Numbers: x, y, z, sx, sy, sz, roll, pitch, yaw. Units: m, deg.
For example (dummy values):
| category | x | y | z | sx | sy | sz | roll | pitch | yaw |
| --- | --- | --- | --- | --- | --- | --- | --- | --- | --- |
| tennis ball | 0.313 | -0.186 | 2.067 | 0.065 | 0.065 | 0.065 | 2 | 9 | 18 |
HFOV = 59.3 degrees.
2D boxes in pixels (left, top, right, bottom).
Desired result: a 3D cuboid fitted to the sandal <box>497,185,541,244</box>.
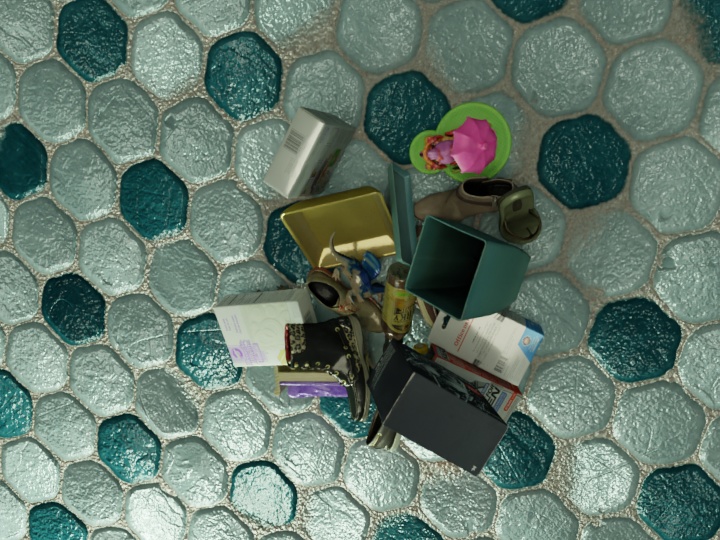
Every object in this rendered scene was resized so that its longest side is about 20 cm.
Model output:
| category | x | y | z | sx | sy | sz | roll | pitch | yaw |
| --- | --- | --- | --- | --- | --- | --- | --- | --- | --- |
| sandal | 0.288 | -0.084 | 1.133 | 0.079 | 0.201 | 0.058 | -30 | 65 | 11 |

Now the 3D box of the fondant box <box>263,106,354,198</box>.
| category | x | y | z | sx | sy | sz | roll | pitch | yaw |
| --- | --- | --- | --- | --- | --- | --- | --- | --- | --- |
| fondant box | -0.090 | -0.216 | 1.167 | 0.058 | 0.200 | 0.146 | 32 | 105 | 8 |

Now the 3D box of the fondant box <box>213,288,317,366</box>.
| category | x | y | z | sx | sy | sz | roll | pitch | yaw |
| --- | --- | --- | --- | --- | --- | --- | --- | --- | --- |
| fondant box | -0.185 | 0.119 | 1.291 | 0.196 | 0.058 | 0.147 | -5 | 115 | 23 |

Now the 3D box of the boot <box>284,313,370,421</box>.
| category | x | y | z | sx | sy | sz | roll | pitch | yaw |
| --- | --- | --- | --- | --- | --- | --- | --- | --- | --- |
| boot | -0.064 | 0.189 | 1.201 | 0.151 | 0.073 | 0.208 | -2 | 75 | -22 |

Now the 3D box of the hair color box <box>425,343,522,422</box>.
| category | x | y | z | sx | sy | sz | roll | pitch | yaw |
| --- | --- | --- | --- | --- | --- | --- | --- | --- | --- |
| hair color box | 0.205 | 0.241 | 1.249 | 0.197 | 0.064 | 0.112 | 25 | 105 | -11 |

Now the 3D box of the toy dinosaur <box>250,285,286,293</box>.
| category | x | y | z | sx | sy | sz | roll | pitch | yaw |
| --- | --- | --- | --- | --- | --- | --- | --- | --- | --- |
| toy dinosaur | -0.172 | 0.091 | 1.339 | 0.196 | 0.058 | 0.103 | 15 | 119 | 12 |

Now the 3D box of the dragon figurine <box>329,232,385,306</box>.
| category | x | y | z | sx | sy | sz | roll | pitch | yaw |
| --- | --- | --- | --- | --- | --- | --- | --- | --- | --- |
| dragon figurine | 0.000 | 0.000 | 1.242 | 0.058 | 0.099 | 0.202 | -14 | 112 | 47 |

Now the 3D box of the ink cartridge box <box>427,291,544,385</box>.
| category | x | y | z | sx | sy | sz | roll | pitch | yaw |
| --- | --- | --- | --- | --- | --- | --- | --- | --- | --- |
| ink cartridge box | 0.243 | 0.124 | 1.242 | 0.197 | 0.068 | 0.118 | 26 | 105 | 5 |

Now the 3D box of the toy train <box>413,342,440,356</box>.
| category | x | y | z | sx | sy | sz | roll | pitch | yaw |
| --- | --- | --- | --- | --- | --- | --- | --- | --- | --- |
| toy train | 0.115 | 0.233 | 1.302 | 0.150 | 0.056 | 0.200 | 42 | 100 | -16 |

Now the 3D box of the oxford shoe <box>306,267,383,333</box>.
| category | x | y | z | sx | sy | sz | roll | pitch | yaw |
| --- | --- | --- | --- | --- | --- | --- | --- | --- | --- |
| oxford shoe | -0.030 | 0.073 | 1.281 | 0.198 | 0.075 | 0.071 | 31 | 108 | -3 |

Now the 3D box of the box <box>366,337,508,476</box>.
| category | x | y | z | sx | sy | sz | roll | pitch | yaw |
| --- | --- | --- | --- | --- | --- | --- | --- | --- | --- |
| box | 0.128 | 0.233 | 1.108 | 0.198 | 0.182 | 0.105 | 31 | 97 | -14 |

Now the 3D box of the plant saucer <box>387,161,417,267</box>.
| category | x | y | z | sx | sy | sz | roll | pitch | yaw |
| --- | --- | --- | --- | --- | --- | --- | --- | --- | --- |
| plant saucer | 0.079 | -0.101 | 1.188 | 0.019 | 0.070 | 0.204 | -18 | 65 | 30 |

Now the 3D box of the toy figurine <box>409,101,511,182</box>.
| category | x | y | z | sx | sy | sz | roll | pitch | yaw |
| --- | --- | --- | --- | --- | --- | --- | --- | --- | --- |
| toy figurine | 0.173 | -0.222 | 1.129 | 0.196 | 0.184 | 0.153 | -8 | 99 | 13 |

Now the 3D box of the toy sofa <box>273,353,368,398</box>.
| category | x | y | z | sx | sy | sz | roll | pitch | yaw |
| --- | --- | --- | --- | --- | --- | --- | --- | --- | --- |
| toy sofa | -0.077 | 0.233 | 1.323 | 0.196 | 0.083 | 0.100 | -2 | 100 | 12 |

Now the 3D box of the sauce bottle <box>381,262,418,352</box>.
| category | x | y | z | sx | sy | sz | roll | pitch | yaw |
| --- | --- | --- | --- | --- | --- | --- | --- | --- | --- |
| sauce bottle | 0.073 | 0.083 | 1.229 | 0.063 | 0.065 | 0.203 | 10 | 125 | 9 |

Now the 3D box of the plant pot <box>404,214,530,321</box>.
| category | x | y | z | sx | sy | sz | roll | pitch | yaw |
| --- | --- | --- | --- | --- | --- | --- | --- | --- | --- |
| plant pot | 0.210 | -0.002 | 1.150 | 0.140 | 0.198 | 0.144 | 30 | 108 | 43 |

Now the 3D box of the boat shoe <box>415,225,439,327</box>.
| category | x | y | z | sx | sy | sz | roll | pitch | yaw |
| --- | --- | --- | --- | --- | --- | --- | --- | --- | --- |
| boat shoe | 0.138 | 0.010 | 1.243 | 0.071 | 0.072 | 0.204 | -13 | 93 | 13 |

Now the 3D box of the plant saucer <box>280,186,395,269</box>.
| category | x | y | z | sx | sy | sz | roll | pitch | yaw |
| --- | --- | --- | --- | --- | --- | --- | --- | --- | --- |
| plant saucer | -0.030 | -0.088 | 1.222 | 0.196 | 0.201 | 0.049 | -11 | 57 | 13 |

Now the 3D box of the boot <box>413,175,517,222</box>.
| category | x | y | z | sx | sy | sz | roll | pitch | yaw |
| --- | --- | --- | --- | --- | --- | --- | --- | --- | --- |
| boot | 0.191 | -0.134 | 1.158 | 0.196 | 0.146 | 0.072 | -7 | 82 | 7 |

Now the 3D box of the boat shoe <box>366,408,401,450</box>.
| category | x | y | z | sx | sy | sz | roll | pitch | yaw |
| --- | --- | --- | --- | --- | --- | --- | --- | --- | --- |
| boat shoe | 0.059 | 0.265 | 1.239 | 0.059 | 0.072 | 0.205 | 6 | 111 | -16 |
